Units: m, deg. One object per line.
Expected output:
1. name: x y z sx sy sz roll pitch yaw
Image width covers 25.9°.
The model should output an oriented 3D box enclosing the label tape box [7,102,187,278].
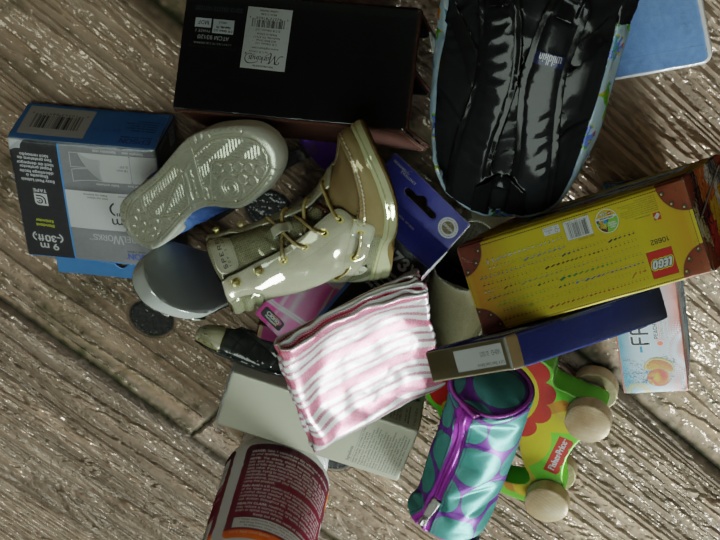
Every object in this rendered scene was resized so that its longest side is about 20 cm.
1. label tape box: -0.242 -0.053 1.483 0.142 0.064 0.202 5 128 9

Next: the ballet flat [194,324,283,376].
1. ballet flat: -0.059 0.072 1.489 0.197 0.066 0.058 10 95 -8

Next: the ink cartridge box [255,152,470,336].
1. ink cartridge box: 0.000 0.000 1.408 0.095 0.037 0.200 43 111 4

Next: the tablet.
1. tablet: 0.183 -0.212 1.299 0.197 0.014 0.131 -9 125 17

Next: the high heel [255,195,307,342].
1. high heel: -0.040 0.014 1.494 0.095 0.068 0.202 11 127 -6

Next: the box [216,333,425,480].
1. box: -0.040 0.138 1.589 0.198 0.069 0.083 19 129 -3

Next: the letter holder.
1. letter holder: -0.040 -0.165 1.333 0.197 0.142 0.102 7 87 12

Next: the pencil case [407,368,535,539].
1. pencil case: 0.104 0.176 1.513 0.085 0.092 0.202 36 136 24

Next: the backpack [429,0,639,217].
1. backpack: 0.130 -0.142 1.271 0.161 0.154 0.203 8 99 6

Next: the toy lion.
1. toy lion: 0.147 0.138 1.560 0.190 0.069 0.201 21 130 4

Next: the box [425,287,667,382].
1. box: 0.167 0.049 1.304 0.121 0.198 0.033 -17 90 60

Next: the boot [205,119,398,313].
1. boot: -0.050 -0.036 1.277 0.153 0.073 0.201 -15 152 -8

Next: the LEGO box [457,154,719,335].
1. LEGO box: 0.199 -0.022 1.279 0.198 0.149 0.078 -17 93 27

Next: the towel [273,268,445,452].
1. towel: 0.005 0.088 1.411 0.145 0.030 0.201 -26 146 -8

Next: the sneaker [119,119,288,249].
1. sneaker: -0.115 -0.091 1.351 0.199 0.111 0.077 -31 99 42

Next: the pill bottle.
1. pill bottle: -0.094 0.245 1.600 0.113 0.201 0.115 6 130 7

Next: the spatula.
1. spatula: -0.073 -0.095 1.439 0.199 0.021 0.057 -31 104 33

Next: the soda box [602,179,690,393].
1. soda box: 0.261 0.016 1.428 0.063 0.069 0.202 -2 127 16

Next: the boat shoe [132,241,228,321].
1. boat shoe: -0.158 0.018 1.446 0.063 0.199 0.071 -28 80 23

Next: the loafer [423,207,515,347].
1. loafer: 0.092 0.007 1.443 0.075 0.068 0.202 27 123 17
